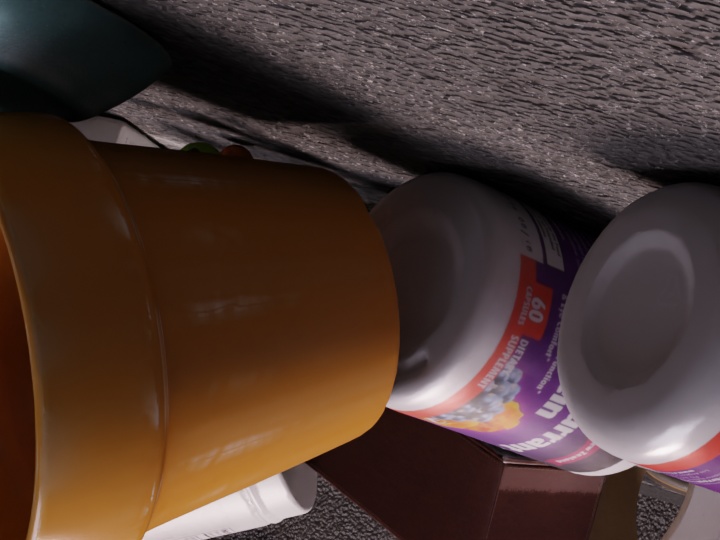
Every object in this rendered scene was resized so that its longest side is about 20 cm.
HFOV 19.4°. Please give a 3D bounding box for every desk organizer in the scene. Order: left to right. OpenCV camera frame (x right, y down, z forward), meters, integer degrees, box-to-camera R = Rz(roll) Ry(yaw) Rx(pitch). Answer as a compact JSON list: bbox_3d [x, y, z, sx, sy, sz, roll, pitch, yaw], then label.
[{"bbox_3d":[0.046,0.102,1.137,0.072,0.077,0.200,7,-166,-31],"label":"desk organizer"}]

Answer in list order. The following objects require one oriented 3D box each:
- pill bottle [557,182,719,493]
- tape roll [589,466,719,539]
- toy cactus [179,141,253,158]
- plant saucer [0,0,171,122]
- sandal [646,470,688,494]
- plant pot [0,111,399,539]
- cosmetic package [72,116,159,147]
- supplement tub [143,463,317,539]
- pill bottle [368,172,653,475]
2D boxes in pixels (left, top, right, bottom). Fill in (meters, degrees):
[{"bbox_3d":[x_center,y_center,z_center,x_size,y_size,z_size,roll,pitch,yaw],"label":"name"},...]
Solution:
[{"bbox_3d":[0.185,0.045,0.853,0.200,0.113,0.112,20,173,-31],"label":"pill bottle"},{"bbox_3d":[0.161,0.114,1.110,0.071,0.203,0.202,21,172,-35],"label":"tape roll"},{"bbox_3d":[-0.023,0.004,1.067,0.165,0.102,0.200,-12,124,21],"label":"toy cactus"},{"bbox_3d":[-0.180,-0.102,0.885,0.200,0.036,0.200,17,174,2],"label":"plant saucer"},{"bbox_3d":[0.258,0.107,1.295,0.200,0.082,0.055,14,155,38],"label":"sandal"},{"bbox_3d":[-0.091,0.027,0.912,0.183,0.201,0.200,-8,-174,-29],"label":"plant pot"},{"bbox_3d":[-0.156,-0.035,1.194,0.113,0.081,0.200,15,174,16],"label":"cosmetic package"},{"bbox_3d":[-0.138,0.100,1.229,0.199,0.132,0.132,-14,167,10],"label":"supplement tub"},{"bbox_3d":[0.092,0.035,1.005,0.200,0.112,0.111,22,172,-39],"label":"pill bottle"}]
